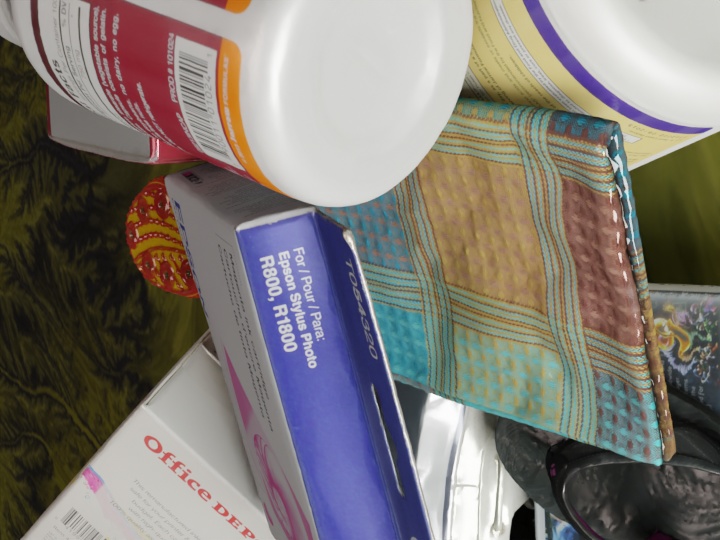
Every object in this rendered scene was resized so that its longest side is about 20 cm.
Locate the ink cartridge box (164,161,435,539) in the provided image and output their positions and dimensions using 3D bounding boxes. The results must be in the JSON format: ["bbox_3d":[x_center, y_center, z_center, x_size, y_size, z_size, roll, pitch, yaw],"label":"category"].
[{"bbox_3d":[-0.026,0.059,0.785,0.200,0.043,0.198,-144,38,-70],"label":"ink cartridge box"}]

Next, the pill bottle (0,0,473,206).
[{"bbox_3d":[-0.063,-0.105,0.692,0.199,0.113,0.114,25,118,39],"label":"pill bottle"}]

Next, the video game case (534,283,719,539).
[{"bbox_3d":[0.150,0.107,0.740,0.181,0.023,0.202,2,97,42],"label":"video game case"}]

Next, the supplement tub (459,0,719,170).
[{"bbox_3d":[0.081,-0.106,0.738,0.200,0.145,0.147,-24,76,58],"label":"supplement tub"}]

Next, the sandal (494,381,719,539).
[{"bbox_3d":[0.128,0.092,0.708,0.200,0.048,0.076,24,111,38],"label":"sandal"}]

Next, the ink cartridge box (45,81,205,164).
[{"bbox_3d":[-0.043,-0.137,0.891,0.144,0.199,0.147,15,108,60],"label":"ink cartridge box"}]

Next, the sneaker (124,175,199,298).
[{"bbox_3d":[-0.058,-0.029,1.001,0.199,0.077,0.074,-9,93,43],"label":"sneaker"}]

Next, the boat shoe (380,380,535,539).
[{"bbox_3d":[0.050,0.097,0.830,0.071,0.069,0.202,175,98,-72],"label":"boat shoe"}]

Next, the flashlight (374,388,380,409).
[{"bbox_3d":[0.049,0.144,0.918,0.068,0.067,0.201,104,151,-65],"label":"flashlight"}]

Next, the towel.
[{"bbox_3d":[0.038,-0.005,0.724,0.199,0.022,0.148,15,128,48],"label":"towel"}]

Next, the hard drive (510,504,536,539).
[{"bbox_3d":[0.102,0.079,0.844,0.135,0.042,0.202,-22,78,58],"label":"hard drive"}]

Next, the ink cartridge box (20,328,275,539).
[{"bbox_3d":[-0.079,0.119,1.018,0.128,0.125,0.200,43,132,-3],"label":"ink cartridge box"}]
